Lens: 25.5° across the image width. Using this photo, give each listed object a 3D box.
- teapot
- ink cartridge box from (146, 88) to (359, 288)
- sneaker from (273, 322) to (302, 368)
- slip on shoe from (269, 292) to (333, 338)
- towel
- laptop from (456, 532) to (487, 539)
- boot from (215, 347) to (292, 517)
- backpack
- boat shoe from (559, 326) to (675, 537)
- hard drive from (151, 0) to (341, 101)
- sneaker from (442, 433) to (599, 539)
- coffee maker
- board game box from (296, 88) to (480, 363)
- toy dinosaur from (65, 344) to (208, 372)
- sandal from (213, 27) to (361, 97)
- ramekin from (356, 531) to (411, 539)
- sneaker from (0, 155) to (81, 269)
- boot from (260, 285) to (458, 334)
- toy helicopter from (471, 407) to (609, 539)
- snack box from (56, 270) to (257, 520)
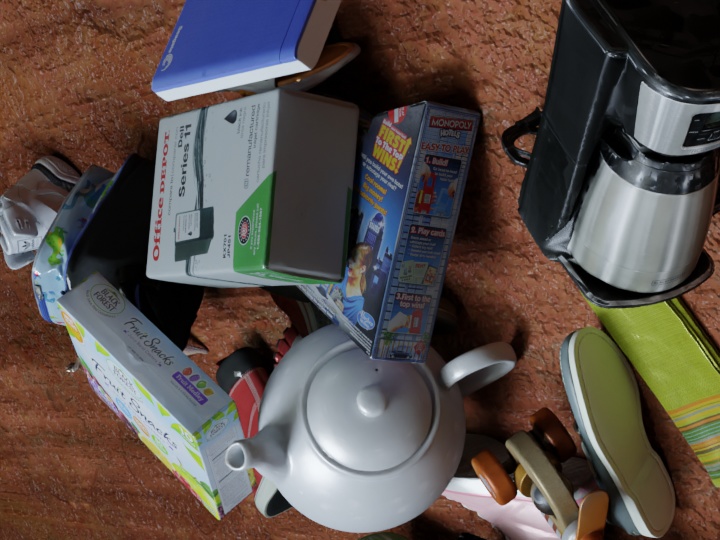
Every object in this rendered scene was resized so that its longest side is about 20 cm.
[{"bbox_3d":[0.009,0.124,1.360,0.196,0.201,0.146,24,161,1],"label":"teapot"},{"bbox_3d":[-0.094,-0.062,1.324,0.199,0.082,0.148,-5,79,55],"label":"ink cartridge box"},{"bbox_3d":[-0.023,0.146,1.561,0.082,0.078,0.201,10,130,38],"label":"sneaker"},{"bbox_3d":[-0.037,0.036,1.489,0.201,0.074,0.061,56,153,5],"label":"slip on shoe"},{"bbox_3d":[0.248,0.080,1.237,0.201,0.018,0.086,54,145,-1],"label":"towel"},{"bbox_3d":[0.154,0.318,1.438,0.176,0.200,0.104,19,101,12],"label":"laptop"},{"bbox_3d":[-0.107,0.168,1.699,0.145,0.072,0.201,52,156,26],"label":"boot"},{"bbox_3d":[-0.231,0.002,1.579,0.146,0.184,0.201,15,145,11],"label":"backpack"},{"bbox_3d":[0.195,0.134,1.300,0.061,0.073,0.201,0,125,45],"label":"boat shoe"},{"bbox_3d":[-0.085,-0.209,1.280,0.025,0.133,0.199,33,158,-34],"label":"hard drive"},{"bbox_3d":[0.133,0.215,1.439,0.199,0.075,0.106,6,120,42],"label":"sneaker"},{"bbox_3d":[0.170,-0.105,1.062,0.191,0.134,0.201,35,142,25],"label":"coffee maker"},{"bbox_3d":[0.013,-0.062,1.303,0.200,0.061,0.201,42,117,46],"label":"board game box"},{"bbox_3d":[-0.266,0.051,1.763,0.199,0.086,0.137,17,126,33],"label":"toy dinosaur"},{"bbox_3d":[-0.088,-0.186,1.342,0.206,0.079,0.060,7,128,49],"label":"sandal"},{"bbox_3d":[0.022,0.362,1.600,0.097,0.199,0.202,29,140,41],"label":"ramekin"},{"bbox_3d":[-0.314,-0.030,1.712,0.200,0.115,0.075,41,144,16],"label":"sneaker"},{"bbox_3d":[0.000,0.000,1.417,0.198,0.076,0.074,19,158,12],"label":"boot"},{"bbox_3d":[0.179,0.216,1.296,0.201,0.079,0.132,59,173,-18],"label":"toy helicopter"},{"bbox_3d":[-0.179,0.110,1.410,0.200,0.053,0.143,39,154,30],"label":"snack box"}]
